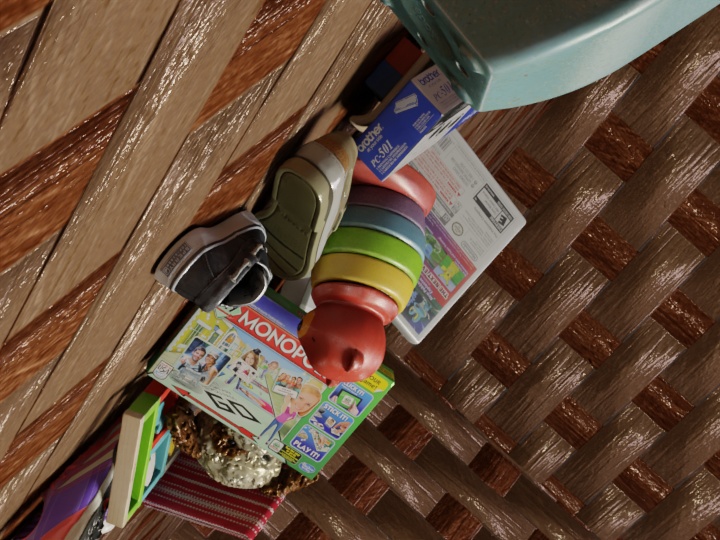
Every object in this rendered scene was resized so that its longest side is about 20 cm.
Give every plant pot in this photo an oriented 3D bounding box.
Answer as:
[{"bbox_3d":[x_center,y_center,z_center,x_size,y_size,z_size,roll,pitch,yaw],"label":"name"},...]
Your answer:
[{"bbox_3d":[0.113,-0.210,0.971,0.200,0.197,0.196,-38,175,-4],"label":"plant pot"}]

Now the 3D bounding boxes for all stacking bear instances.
[{"bbox_3d":[-0.002,0.007,1.467,0.121,0.113,0.201,-29,-137,59],"label":"stacking bear"}]

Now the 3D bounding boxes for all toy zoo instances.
[{"bbox_3d":[-0.201,0.155,1.617,0.200,0.020,0.132,-55,161,-61],"label":"toy zoo"}]

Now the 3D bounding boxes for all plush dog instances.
[{"bbox_3d":[-0.107,0.137,1.619,0.172,0.199,0.160,-65,-167,-7],"label":"plush dog"}]

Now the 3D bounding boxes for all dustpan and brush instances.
[{"bbox_3d":[-0.097,0.059,1.795,0.200,0.057,0.140,-108,-140,-64],"label":"dustpan and brush"}]

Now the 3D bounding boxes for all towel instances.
[{"bbox_3d":[-0.126,0.201,1.697,0.200,0.144,0.023,-51,145,-43],"label":"towel"}]

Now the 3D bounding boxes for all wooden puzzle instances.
[{"bbox_3d":[0.067,-0.202,1.455,0.200,0.046,0.185,-44,175,4],"label":"wooden puzzle"}]

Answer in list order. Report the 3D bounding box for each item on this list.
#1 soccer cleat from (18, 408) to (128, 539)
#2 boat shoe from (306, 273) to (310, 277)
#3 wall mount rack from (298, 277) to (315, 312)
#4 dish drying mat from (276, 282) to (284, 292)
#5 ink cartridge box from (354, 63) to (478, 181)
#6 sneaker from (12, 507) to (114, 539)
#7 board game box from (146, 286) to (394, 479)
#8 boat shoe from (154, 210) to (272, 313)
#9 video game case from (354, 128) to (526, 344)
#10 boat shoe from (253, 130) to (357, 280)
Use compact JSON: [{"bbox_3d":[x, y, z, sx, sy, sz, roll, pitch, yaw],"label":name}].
[{"bbox_3d":[-0.276,0.213,1.585,0.068,0.073,0.201,93,17,-53],"label":"soccer cleat"},{"bbox_3d":[-0.010,-0.072,1.702,0.201,0.061,0.072,-40,-143,-14],"label":"boat shoe"},{"bbox_3d":[-0.023,0.057,1.780,0.174,0.074,0.201,32,79,-76],"label":"wall mount rack"},{"bbox_3d":[-0.084,0.038,1.911,0.200,0.018,0.077,-49,-147,43],"label":"dish drying mat"},{"bbox_3d":[0.077,-0.154,1.403,0.094,0.044,0.200,-45,176,37],"label":"ink cartridge box"},{"bbox_3d":[-0.308,0.257,1.638,0.200,0.080,0.084,-54,165,-50],"label":"sneaker"},{"bbox_3d":[-0.086,0.097,1.522,0.135,0.200,0.029,-50,-162,18],"label":"board game box"},{"bbox_3d":[-0.106,-0.001,1.308,0.072,0.068,0.200,-49,176,9],"label":"boat shoe"},{"bbox_3d":[0.054,-0.059,1.612,0.182,0.200,0.023,-47,-156,-17],"label":"video game case"},{"bbox_3d":[-0.045,-0.054,1.398,0.068,0.075,0.200,-45,176,-27],"label":"boat shoe"}]
